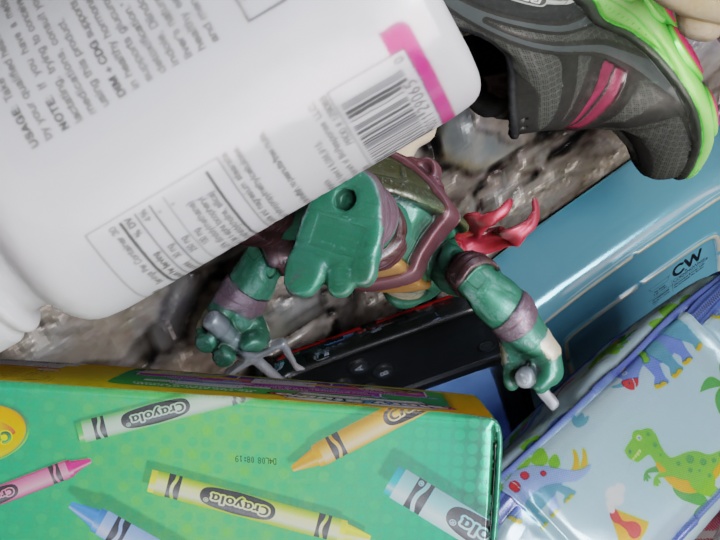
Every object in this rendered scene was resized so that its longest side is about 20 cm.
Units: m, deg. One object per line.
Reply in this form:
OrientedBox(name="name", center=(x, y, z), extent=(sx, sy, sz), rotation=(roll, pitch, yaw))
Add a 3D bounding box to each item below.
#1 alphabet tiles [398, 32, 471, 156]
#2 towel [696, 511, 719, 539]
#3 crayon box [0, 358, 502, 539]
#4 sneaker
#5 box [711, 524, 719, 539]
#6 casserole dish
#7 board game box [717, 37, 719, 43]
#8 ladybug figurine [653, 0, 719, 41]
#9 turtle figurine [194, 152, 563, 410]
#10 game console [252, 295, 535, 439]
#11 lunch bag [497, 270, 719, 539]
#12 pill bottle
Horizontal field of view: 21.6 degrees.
OrientedBox(name="alphabet tiles", center=(0.005, -0.118, 0.714), extent=(0.195, 0.015, 0.201), rotation=(-14, 136, -32))
OrientedBox(name="towel", center=(0.209, 0.104, 1.113), extent=(0.146, 0.030, 0.201), rotation=(-8, 132, -36))
OrientedBox(name="crayon box", center=(-0.053, 0.069, 0.677), extent=(0.199, 0.119, 0.059), rotation=(4, 90, 0))
OrientedBox(name="sneaker", center=(0.081, -0.090, 0.752), extent=(0.084, 0.077, 0.200), rotation=(-32, 143, 16))
OrientedBox(name="box", center=(0.328, 0.174, 1.104), extent=(0.200, 0.199, 0.131), rotation=(-34, 153, -40))
OrientedBox(name="casserole dish", center=(0.130, 0.007, 0.936), extent=(0.200, 0.039, 0.121), rotation=(-35, 144, -11))
OrientedBox(name="board game box", center=(0.205, -0.175, 0.748), extent=(0.034, 0.126, 0.200), rotation=(28, 111, -15))
OrientedBox(name="ladybug figurine", center=(0.137, -0.181, 0.675), extent=(0.135, 0.072, 0.201), rotation=(15, 91, -12))
OrientedBox(name="turtle figurine", center=(0.000, 0.000, 0.743), extent=(0.149, 0.101, 0.200), rotation=(-4, 165, 22))
OrientedBox(name="game console", center=(0.016, 0.129, 0.879), extent=(0.171, 0.119, 0.200), rotation=(-19, 142, 0))
OrientedBox(name="lunch bag", center=(0.099, 0.097, 0.831), extent=(0.200, 0.082, 0.161), rotation=(-42, 174, -20))
OrientedBox(name="pill bottle", center=(-0.072, -0.055, 0.610), extent=(0.199, 0.114, 0.113), rotation=(-30, 144, 2))
